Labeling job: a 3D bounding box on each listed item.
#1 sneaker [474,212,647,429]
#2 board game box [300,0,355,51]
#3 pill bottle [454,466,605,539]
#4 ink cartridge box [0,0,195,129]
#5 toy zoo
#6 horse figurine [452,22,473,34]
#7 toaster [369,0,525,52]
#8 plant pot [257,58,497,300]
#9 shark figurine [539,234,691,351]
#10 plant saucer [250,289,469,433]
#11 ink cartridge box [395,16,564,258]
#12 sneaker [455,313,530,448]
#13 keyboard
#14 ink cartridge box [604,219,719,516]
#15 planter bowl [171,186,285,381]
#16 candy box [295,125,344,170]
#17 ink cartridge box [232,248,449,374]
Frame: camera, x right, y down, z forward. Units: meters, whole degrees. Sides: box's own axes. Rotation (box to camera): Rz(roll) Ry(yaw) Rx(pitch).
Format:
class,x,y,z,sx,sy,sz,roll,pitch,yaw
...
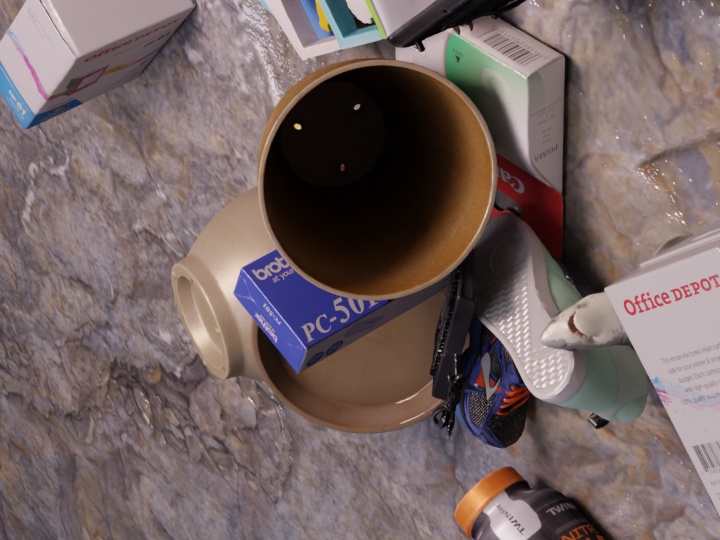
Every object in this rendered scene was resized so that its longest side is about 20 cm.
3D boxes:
class,x,y,z,sx,sy,sz,roll,pitch,yaw
sneaker,0.160,0.045,1.665,0.074,0.118,0.201,-45,42,23
board game box,-0.041,-0.284,1.741,0.158,0.039,0.200,37,149,61
pill bottle,0.170,0.265,1.819,0.200,0.106,0.106,47,148,24
ink cartridge box,-0.268,-0.232,2.044,0.085,0.144,0.200,59,151,4
toy zoo,-0.033,-0.239,1.666,0.200,0.020,0.131,-5,116,56
horse figurine,0.028,-0.281,1.624,0.200,0.050,0.133,33,139,41
toaster,0.098,-0.244,1.416,0.119,0.181,0.200,64,150,1
plant pot,-0.006,-0.091,1.666,0.200,0.186,0.187,-131,21,-71
shark figurine,0.257,0.065,1.563,0.214,0.128,0.090,34,171,12
plant saucer,0.001,0.058,1.874,0.029,0.199,0.201,-80,-18,-59
ink cartridge box,0.095,-0.114,1.669,0.161,0.050,0.200,36,141,39
sneaker,0.127,0.081,1.765,0.078,0.075,0.200,35,144,34
keyboard,0.074,0.058,1.697,0.200,0.021,0.127,98,174,-63
ink cartridge box,0.292,0.055,1.397,0.200,0.144,0.145,62,152,-3
planter bowl,-0.096,0.024,1.970,0.200,0.134,0.201,51,155,36
candy box,-0.007,-0.050,1.910,0.102,0.026,0.200,23,134,54
ink cartridge box,0.000,0.000,1.760,0.094,0.200,0.044,51,149,19
